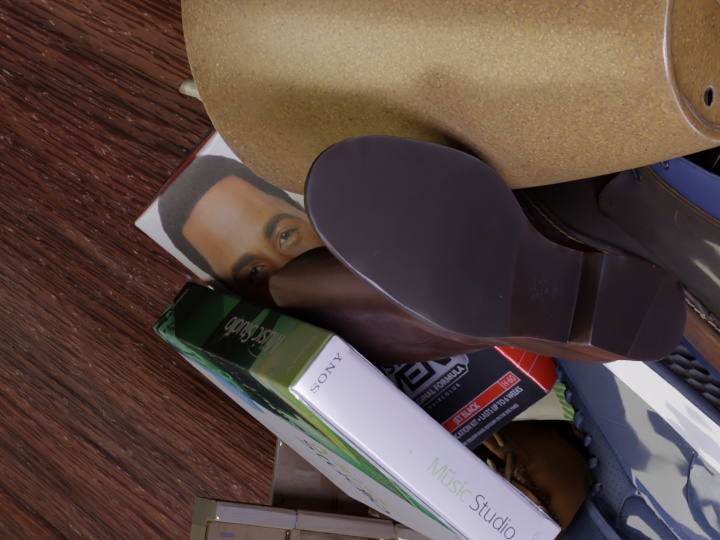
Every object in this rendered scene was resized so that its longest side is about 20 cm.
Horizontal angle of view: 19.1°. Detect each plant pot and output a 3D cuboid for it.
[{"bbox_3d":[0.064,-0.110,0.842,0.200,0.186,0.187,11,134,41],"label":"plant pot"}]

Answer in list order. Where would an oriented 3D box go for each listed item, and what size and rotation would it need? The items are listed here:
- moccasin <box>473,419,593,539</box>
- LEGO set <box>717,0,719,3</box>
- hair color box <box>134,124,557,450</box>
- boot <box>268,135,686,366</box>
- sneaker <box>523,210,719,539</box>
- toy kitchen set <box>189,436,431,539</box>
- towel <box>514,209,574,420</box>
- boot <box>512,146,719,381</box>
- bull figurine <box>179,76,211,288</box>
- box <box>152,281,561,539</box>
[{"bbox_3d":[0.089,0.121,1.116,0.202,0.078,0.074,-115,4,-56],"label":"moccasin"},{"bbox_3d":[0.206,-0.025,0.714,0.200,0.116,0.154,39,154,35],"label":"LEGO set"},{"bbox_3d":[0.000,0.000,1.042,0.200,0.061,0.102,40,137,-7],"label":"hair color box"},{"bbox_3d":[0.006,0.000,0.885,0.186,0.064,0.200,25,167,-31],"label":"boot"},{"bbox_3d":[0.106,0.081,0.967,0.202,0.077,0.146,48,126,28],"label":"sneaker"},{"bbox_3d":[0.018,0.153,1.334,0.180,0.199,0.164,174,104,-65],"label":"toy kitchen set"},{"bbox_3d":[0.068,0.018,1.081,0.199,0.023,0.153,1,130,30],"label":"towel"},{"bbox_3d":[0.136,-0.043,0.929,0.200,0.075,0.097,43,139,24],"label":"boot"},{"bbox_3d":[-0.034,-0.075,1.132,0.121,0.065,0.200,49,124,14],"label":"bull figurine"},{"bbox_3d":[-0.008,0.071,0.993,0.144,0.036,0.200,41,169,-20],"label":"box"}]
